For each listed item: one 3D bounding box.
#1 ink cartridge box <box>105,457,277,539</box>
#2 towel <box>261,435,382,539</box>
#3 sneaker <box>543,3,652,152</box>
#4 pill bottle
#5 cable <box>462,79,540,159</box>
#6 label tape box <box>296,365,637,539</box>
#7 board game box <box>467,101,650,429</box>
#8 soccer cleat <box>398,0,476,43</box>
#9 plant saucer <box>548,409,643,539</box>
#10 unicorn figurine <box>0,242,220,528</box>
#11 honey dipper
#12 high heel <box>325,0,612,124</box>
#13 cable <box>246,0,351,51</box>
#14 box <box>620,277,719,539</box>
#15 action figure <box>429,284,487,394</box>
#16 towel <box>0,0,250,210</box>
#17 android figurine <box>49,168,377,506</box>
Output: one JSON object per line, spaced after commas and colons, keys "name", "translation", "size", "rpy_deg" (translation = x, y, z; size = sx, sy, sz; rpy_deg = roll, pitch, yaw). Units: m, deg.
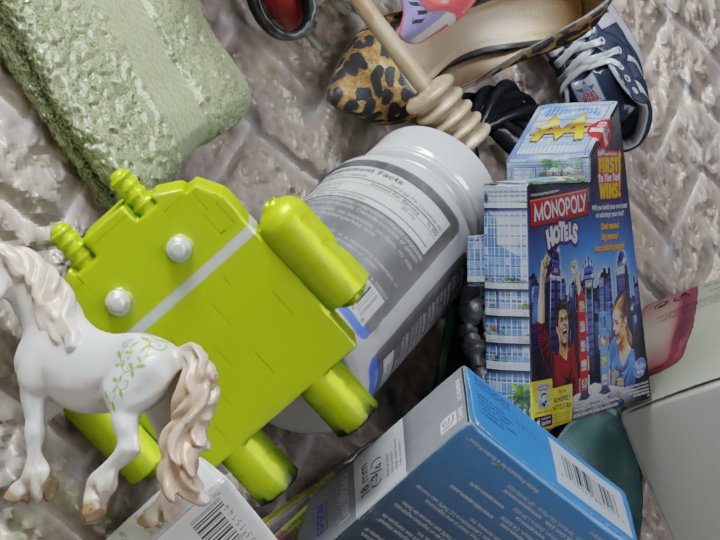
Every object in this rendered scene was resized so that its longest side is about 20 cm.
{"name": "ink cartridge box", "translation": [-0.093, 0.235, 1.229], "size": [0.176, 0.045, 0.200], "rpy_deg": [-42, 118, -12]}
{"name": "towel", "translation": [0.009, 0.217, 1.360], "size": [0.143, 0.023, 0.201], "rpy_deg": [-36, 107, -34]}
{"name": "sneaker", "translation": [0.147, -0.167, 1.569], "size": [0.200, 0.070, 0.109], "rpy_deg": [45, 29, -34]}
{"name": "pill bottle", "translation": [0.000, 0.000, 1.355], "size": [0.200, 0.113, 0.114], "rpy_deg": [-47, 114, -43]}
{"name": "cable", "translation": [0.105, -0.030, 1.534], "size": [0.163, 0.051, 0.201], "rpy_deg": [-19, 92, -53]}
{"name": "label tape box", "translation": [0.043, 0.171, 1.308], "size": [0.144, 0.200, 0.063], "rpy_deg": [38, 22, -24]}
{"name": "board game box", "translation": [0.122, -0.007, 1.397], "size": [0.200, 0.061, 0.201], "rpy_deg": [-5, 94, -62]}
{"name": "soccer cleat", "translation": [0.027, -0.236, 1.461], "size": [0.067, 0.076, 0.201], "rpy_deg": [24, 32, -41]}
{"name": "plant saucer", "translation": [0.133, 0.187, 1.474], "size": [0.200, 0.036, 0.201], "rpy_deg": [-21, 114, -56]}
{"name": "unicorn figurine", "translation": [-0.155, 0.059, 1.171], "size": [0.074, 0.199, 0.138], "rpy_deg": [8, 90, -71]}
{"name": "honey dipper", "translation": [0.011, -0.158, 1.394], "size": [0.200, 0.038, 0.038], "rpy_deg": [53, 46, -12]}
{"name": "high heel", "translation": [0.074, -0.155, 1.451], "size": [0.200, 0.142, 0.072], "rpy_deg": [-27, 96, -48]}
{"name": "cable", "translation": [-0.079, -0.218, 1.394], "size": [0.200, 0.050, 0.097], "rpy_deg": [39, 65, -20]}
{"name": "box", "translation": [0.264, 0.099, 1.570], "size": [0.128, 0.108, 0.200], "rpy_deg": [66, 19, -14]}
{"name": "action figure", "translation": [0.079, 0.071, 1.438], "size": [0.118, 0.054, 0.201], "rpy_deg": [11, 86, -58]}
{"name": "towel", "translation": [-0.150, -0.144, 1.285], "size": [0.148, 0.036, 0.201], "rpy_deg": [-46, 114, -42]}
{"name": "android figurine", "translation": [-0.087, 0.033, 1.227], "size": [0.200, 0.182, 0.041], "rpy_deg": [50, 7, -13]}
